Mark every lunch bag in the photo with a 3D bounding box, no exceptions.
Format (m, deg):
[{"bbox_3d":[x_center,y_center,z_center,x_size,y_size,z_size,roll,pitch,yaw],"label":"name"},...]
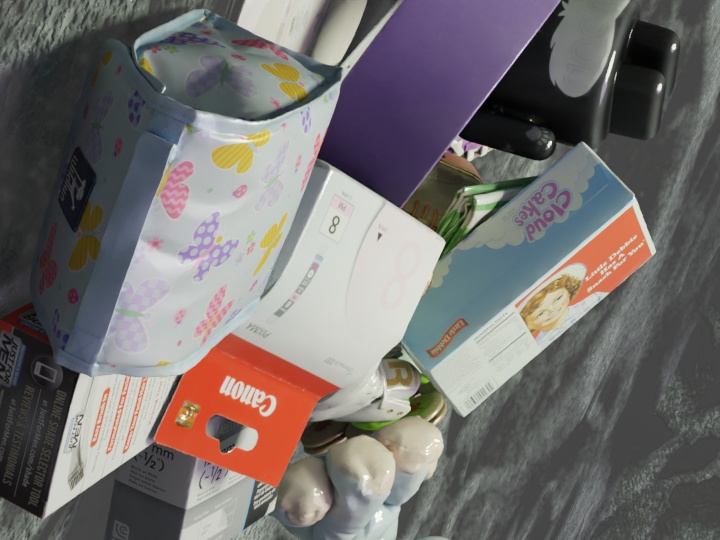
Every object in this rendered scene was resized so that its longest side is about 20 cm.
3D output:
[{"bbox_3d":[-0.107,-0.045,1.273,0.200,0.127,0.170,-50,162,-68],"label":"lunch bag"}]

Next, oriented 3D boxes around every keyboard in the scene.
[{"bbox_3d":[0.004,-0.157,1.611,0.056,0.011,0.200,-52,-179,44],"label":"keyboard"}]

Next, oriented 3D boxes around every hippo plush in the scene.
[{"bbox_3d":[-0.003,0.216,1.730,0.200,0.161,0.159,-24,174,17],"label":"hippo plush"}]

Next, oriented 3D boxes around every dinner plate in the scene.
[{"bbox_3d":[-0.031,-0.173,1.495,0.200,0.024,0.200,-54,159,-31],"label":"dinner plate"}]

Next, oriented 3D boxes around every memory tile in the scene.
[{"bbox_3d":[0.045,0.085,1.926,0.200,0.153,0.017,-49,117,-43],"label":"memory tile"}]

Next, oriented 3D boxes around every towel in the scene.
[{"bbox_3d":[0.090,0.006,1.748,0.152,0.023,0.200,-12,141,-44],"label":"towel"}]

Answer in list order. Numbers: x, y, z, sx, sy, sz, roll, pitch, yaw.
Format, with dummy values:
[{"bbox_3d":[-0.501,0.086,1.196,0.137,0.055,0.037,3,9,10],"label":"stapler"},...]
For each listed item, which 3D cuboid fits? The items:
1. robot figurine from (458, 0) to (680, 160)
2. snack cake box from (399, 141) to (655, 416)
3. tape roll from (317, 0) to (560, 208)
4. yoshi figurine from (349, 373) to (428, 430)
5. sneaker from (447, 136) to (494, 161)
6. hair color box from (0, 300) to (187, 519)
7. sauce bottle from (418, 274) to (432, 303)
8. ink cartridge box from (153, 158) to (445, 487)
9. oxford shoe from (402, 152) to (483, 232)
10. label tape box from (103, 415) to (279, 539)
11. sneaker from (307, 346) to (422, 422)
[{"bbox_3d":[0.138,-0.162,1.716,0.150,0.199,0.125,-45,149,-68],"label":"robot figurine"},{"bbox_3d":[0.120,0.008,1.692,0.200,0.067,0.115,-40,153,-2],"label":"snack cake box"},{"bbox_3d":[0.047,-0.135,1.567,0.200,0.085,0.200,-52,-179,2],"label":"tape roll"},{"bbox_3d":[0.024,0.069,1.869,0.200,0.112,0.113,-35,153,-54],"label":"yoshi figurine"},{"bbox_3d":[0.095,-0.115,1.807,0.201,0.114,0.073,-56,163,-25],"label":"sneaker"},{"bbox_3d":[-0.154,0.058,1.377,0.200,0.064,0.111,-35,146,-62],"label":"hair color box"},{"bbox_3d":[0.000,0.000,1.643,0.066,0.066,0.200,-64,-169,-4],"label":"sauce bottle"},{"bbox_3d":[-0.035,0.041,1.462,0.162,0.057,0.201,30,79,-57],"label":"ink cartridge box"},{"bbox_3d":[0.040,-0.055,1.705,0.200,0.074,0.071,5,130,-48],"label":"oxford shoe"},{"bbox_3d":[-0.099,0.091,1.557,0.143,0.066,0.201,-26,135,-60],"label":"label tape box"},{"bbox_3d":[-0.001,0.068,1.654,0.200,0.115,0.074,149,-63,-63],"label":"sneaker"}]
